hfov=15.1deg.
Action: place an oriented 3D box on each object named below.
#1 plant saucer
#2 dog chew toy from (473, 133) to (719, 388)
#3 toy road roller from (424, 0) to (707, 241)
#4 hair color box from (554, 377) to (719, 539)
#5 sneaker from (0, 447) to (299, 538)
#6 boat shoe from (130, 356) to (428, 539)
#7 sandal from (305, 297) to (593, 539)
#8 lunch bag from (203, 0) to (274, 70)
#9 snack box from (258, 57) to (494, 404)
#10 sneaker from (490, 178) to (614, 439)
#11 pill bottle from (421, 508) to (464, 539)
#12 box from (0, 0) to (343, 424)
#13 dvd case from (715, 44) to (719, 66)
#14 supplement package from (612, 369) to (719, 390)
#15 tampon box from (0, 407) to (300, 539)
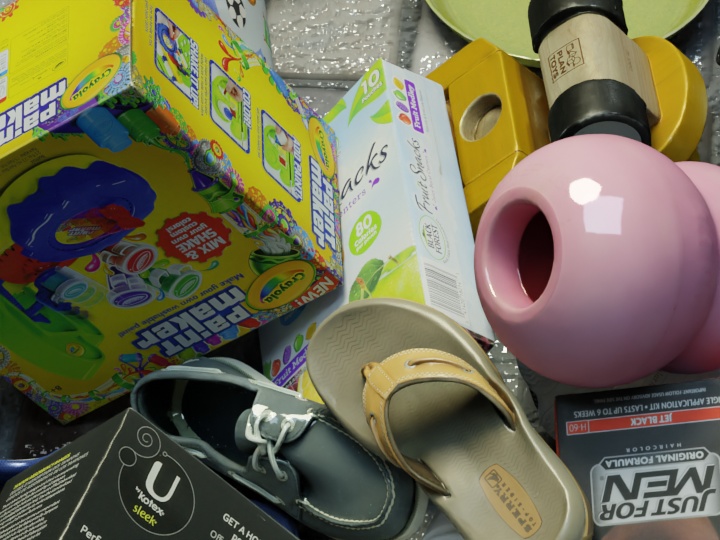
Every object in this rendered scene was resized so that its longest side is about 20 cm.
[{"bbox_3d":[0.134,-0.195,1.764,0.199,0.031,0.200,-2,49,2],"label":"plant saucer"},{"bbox_3d":[0.155,-0.002,1.359,0.200,0.125,0.125,4,39,-36],"label":"dog chew toy"},{"bbox_3d":[0.117,-0.062,1.608,0.200,0.146,0.123,-32,42,26],"label":"toy road roller"},{"bbox_3d":[0.154,0.158,1.327,0.101,0.061,0.201,-8,75,18],"label":"hair color box"},{"bbox_3d":[-0.133,0.137,1.449,0.199,0.088,0.075,0,46,2],"label":"sneaker"},{"bbox_3d":[-0.046,0.096,1.443,0.062,0.073,0.200,4,15,-44],"label":"boat shoe"},{"bbox_3d":[0.038,0.078,1.343,0.080,0.054,0.200,-49,53,9],"label":"sandal"},{"bbox_3d":[-0.118,-0.171,1.624,0.124,0.170,0.200,-18,23,-9],"label":"lunch bag"},{"bbox_3d":[0.000,0.000,1.528,0.053,0.142,0.200,24,39,-31],"label":"snack box"},{"bbox_3d":[0.103,-0.003,1.488,0.075,0.200,0.115,-16,43,5],"label":"sneaker"},{"bbox_3d":[0.045,0.213,1.347,0.119,0.120,0.200,14,50,16],"label":"pill bottle"},{"bbox_3d":[-0.145,-0.046,1.493,0.200,0.193,0.122,-27,44,23],"label":"box"},{"bbox_3d":[0.328,-0.109,1.605,0.200,0.018,0.143,-11,36,-34],"label":"dvd case"},{"bbox_3d":[0.235,0.107,1.429,0.200,0.117,0.117,22,52,21],"label":"supplement package"},{"bbox_3d":[-0.128,0.201,1.325,0.150,0.126,0.200,40,49,-17],"label":"tampon box"}]
